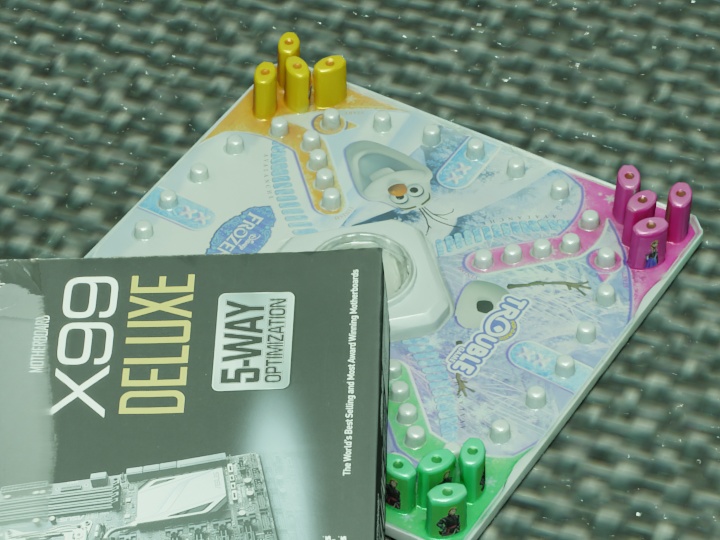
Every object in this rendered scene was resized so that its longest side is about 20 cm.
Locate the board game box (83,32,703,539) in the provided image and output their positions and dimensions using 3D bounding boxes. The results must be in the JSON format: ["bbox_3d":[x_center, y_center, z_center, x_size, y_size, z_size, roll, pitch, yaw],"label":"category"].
[{"bbox_3d":[0.000,0.000,1.095,0.200,0.026,0.200,22,48,23],"label":"board game box"}]

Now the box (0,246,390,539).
[{"bbox_3d":[-0.070,0.085,0.967,0.157,0.050,0.200,-1,51,5],"label":"box"}]
